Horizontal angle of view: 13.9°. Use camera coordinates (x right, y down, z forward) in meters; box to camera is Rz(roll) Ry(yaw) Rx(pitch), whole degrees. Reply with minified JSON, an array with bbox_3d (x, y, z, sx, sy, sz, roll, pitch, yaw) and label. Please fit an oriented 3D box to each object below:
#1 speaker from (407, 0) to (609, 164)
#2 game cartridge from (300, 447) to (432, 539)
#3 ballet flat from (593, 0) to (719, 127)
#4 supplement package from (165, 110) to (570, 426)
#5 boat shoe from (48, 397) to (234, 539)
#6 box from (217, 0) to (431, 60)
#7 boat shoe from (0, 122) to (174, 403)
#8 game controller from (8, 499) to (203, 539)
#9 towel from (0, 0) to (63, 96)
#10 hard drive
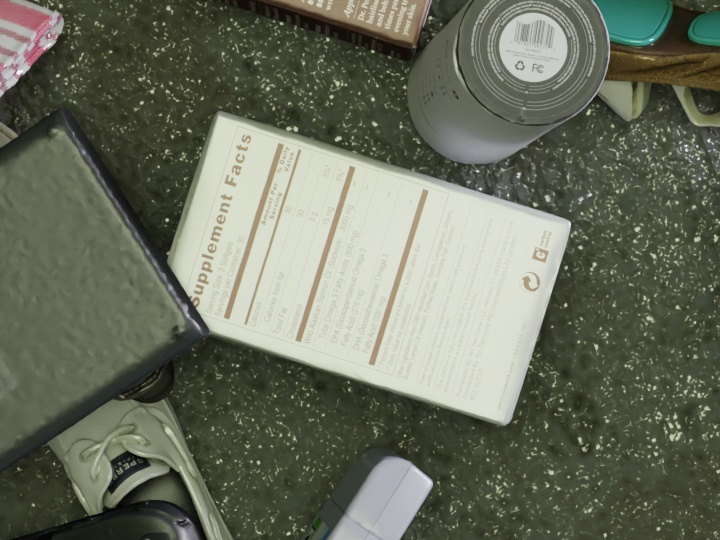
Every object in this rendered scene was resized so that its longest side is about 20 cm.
[{"bbox_3d":[0.074,-0.104,1.567,0.081,0.200,0.082,0,86,-6],"label":"speaker"},{"bbox_3d":[-0.032,0.183,1.585,0.040,0.133,0.200,34,87,-7],"label":"game cartridge"},{"bbox_3d":[0.175,-0.115,1.629,0.199,0.068,0.073,8,125,20],"label":"ballet flat"},{"bbox_3d":[0.000,0.000,1.602,0.199,0.117,0.118,18,89,1],"label":"supplement package"},{"bbox_3d":[-0.122,0.109,1.620,0.073,0.065,0.200,-36,88,-2],"label":"boat shoe"},{"bbox_3d":[-0.050,-0.193,1.633,0.199,0.075,0.101,18,88,-2],"label":"box"},{"bbox_3d":[-0.169,-0.001,1.622,0.067,0.057,0.200,-39,63,-1],"label":"boat shoe"},{"bbox_3d":[-0.165,0.193,1.600,0.199,0.042,0.105,-17,100,24],"label":"game controller"},{"bbox_3d":[-0.267,-0.105,1.576,0.146,0.200,0.030,21,131,14],"label":"towel"},{"bbox_3d":[-0.197,0.028,1.539,0.199,0.033,0.140,-33,88,7],"label":"hard drive"}]
